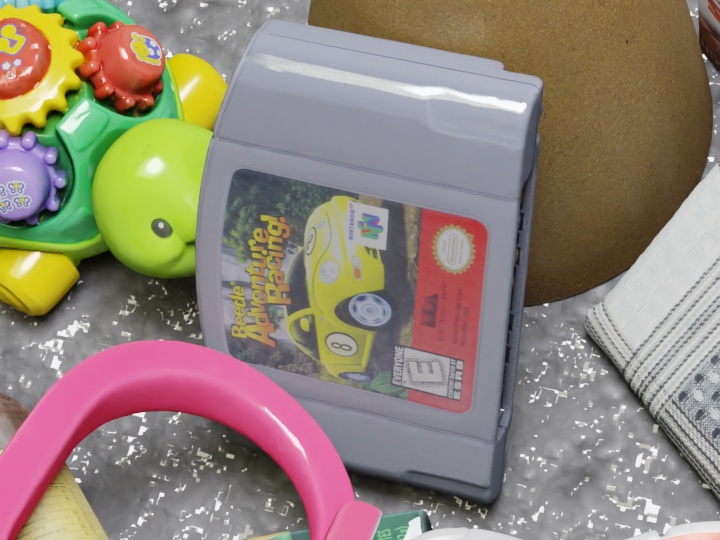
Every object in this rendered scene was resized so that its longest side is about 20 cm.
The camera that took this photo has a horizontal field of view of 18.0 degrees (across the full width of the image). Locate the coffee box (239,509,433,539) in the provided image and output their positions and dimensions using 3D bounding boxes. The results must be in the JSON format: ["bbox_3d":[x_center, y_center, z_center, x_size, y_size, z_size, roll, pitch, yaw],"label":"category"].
[{"bbox_3d":[-0.061,0.175,0.918,0.200,0.044,0.123,-9,65,4],"label":"coffee box"}]

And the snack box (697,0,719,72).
[{"bbox_3d":[0.209,-0.047,0.965,0.024,0.072,0.200,-32,66,-6],"label":"snack box"}]

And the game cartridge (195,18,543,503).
[{"bbox_3d":[0.000,0.000,0.912,0.133,0.200,0.041,14,36,16],"label":"game cartridge"}]

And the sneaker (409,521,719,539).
[{"bbox_3d":[0.100,0.150,0.867,0.199,0.077,0.082,0,42,-8],"label":"sneaker"}]

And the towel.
[{"bbox_3d":[0.204,0.024,0.900,0.200,0.035,0.193,-49,64,25],"label":"towel"}]

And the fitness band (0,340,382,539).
[{"bbox_3d":[-0.074,0.106,0.864,0.143,0.037,0.200,26,41,3],"label":"fitness band"}]

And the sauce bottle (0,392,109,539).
[{"bbox_3d":[-0.143,0.097,0.911,0.065,0.065,0.200,-31,59,-6],"label":"sauce bottle"}]

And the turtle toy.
[{"bbox_3d":[-0.128,-0.060,1.002,0.200,0.101,0.146,35,75,20],"label":"turtle toy"}]

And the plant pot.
[{"bbox_3d":[0.054,-0.108,0.945,0.186,0.200,0.187,-3,67,7],"label":"plant pot"}]
